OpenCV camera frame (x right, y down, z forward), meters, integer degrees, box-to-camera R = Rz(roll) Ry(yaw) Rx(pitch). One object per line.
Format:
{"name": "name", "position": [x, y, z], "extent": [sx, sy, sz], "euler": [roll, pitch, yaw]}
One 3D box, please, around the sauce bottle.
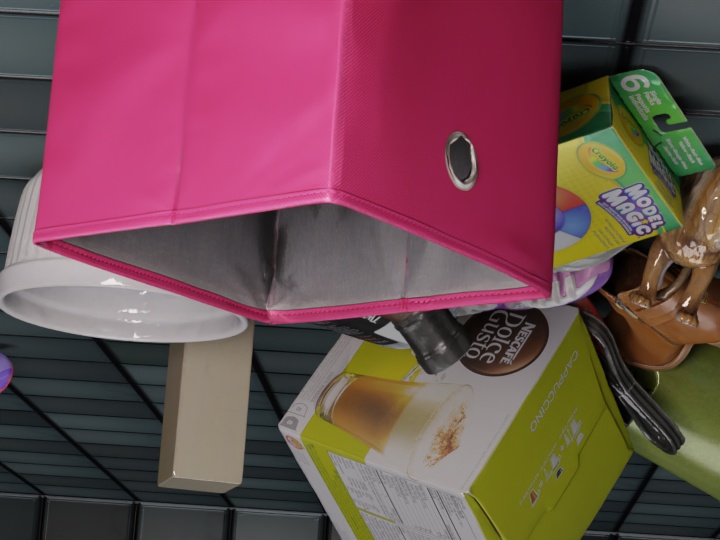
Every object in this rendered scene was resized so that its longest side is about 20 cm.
{"name": "sauce bottle", "position": [0.006, -0.018, 1.409], "extent": [0.201, 0.065, 0.065], "euler": [53, 149, -12]}

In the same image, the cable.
{"name": "cable", "position": [0.224, 0.079, 1.791], "extent": [0.200, 0.050, 0.097], "euler": [41, 162, -13]}

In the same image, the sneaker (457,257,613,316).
{"name": "sneaker", "position": [0.144, -0.005, 1.645], "extent": [0.088, 0.081, 0.200], "euler": [4, 173, -30]}

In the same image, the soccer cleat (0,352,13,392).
{"name": "soccer cleat", "position": [-0.485, 0.113, 2.333], "extent": [0.198, 0.067, 0.076], "euler": [1, 162, 26]}

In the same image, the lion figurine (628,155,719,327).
{"name": "lion figurine", "position": [0.244, -0.025, 1.515], "extent": [0.072, 0.124, 0.200], "euler": [21, -177, 0]}

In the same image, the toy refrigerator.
{"name": "toy refrigerator", "position": [-0.132, 0.091, 1.839], "extent": [0.069, 0.202, 0.076], "euler": [7, 165, -15]}

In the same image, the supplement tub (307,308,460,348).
{"name": "supplement tub", "position": [-0.019, -0.019, 1.522], "extent": [0.122, 0.124, 0.199], "euler": [-7, 163, 40]}

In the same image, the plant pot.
{"name": "plant pot", "position": [0.329, 0.126, 1.931], "extent": [0.188, 0.202, 0.200], "euler": [20, 162, -15]}

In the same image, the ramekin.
{"name": "ramekin", "position": [-0.181, -0.016, 1.623], "extent": [0.198, 0.106, 0.200], "euler": [3, 166, 1]}

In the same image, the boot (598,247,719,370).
{"name": "boot", "position": [0.237, 0.025, 1.766], "extent": [0.154, 0.074, 0.199], "euler": [24, 161, -32]}

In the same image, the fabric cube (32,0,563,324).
{"name": "fabric cube", "position": [-0.024, -0.095, 1.054], "extent": [0.199, 0.201, 0.196], "euler": [-6, 162, 36]}

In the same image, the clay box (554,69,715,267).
{"name": "clay box", "position": [0.121, -0.055, 1.351], "extent": [0.199, 0.048, 0.115], "euler": [-18, 138, 26]}

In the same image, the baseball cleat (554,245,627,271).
{"name": "baseball cleat", "position": [0.110, -0.041, 1.457], "extent": [0.198, 0.070, 0.107], "euler": [4, 136, 1]}

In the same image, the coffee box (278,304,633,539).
{"name": "coffee box", "position": [0.087, 0.144, 1.772], "extent": [0.197, 0.200, 0.201], "euler": [16, 147, 35]}

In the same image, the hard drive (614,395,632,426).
{"name": "hard drive", "position": [0.140, 0.082, 1.881], "extent": [0.200, 0.038, 0.139], "euler": [41, 155, -13]}
